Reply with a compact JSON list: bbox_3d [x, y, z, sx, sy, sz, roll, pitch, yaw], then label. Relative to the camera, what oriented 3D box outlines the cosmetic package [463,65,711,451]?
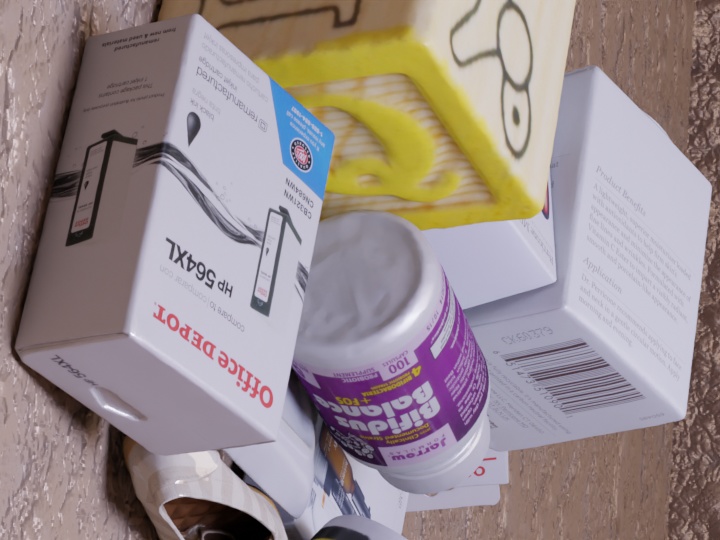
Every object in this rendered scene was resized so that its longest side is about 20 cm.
[{"bbox_3d":[0.131,-0.005,1.846,0.165,0.165,0.200,41,48,-40],"label":"cosmetic package"}]

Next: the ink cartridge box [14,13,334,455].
[{"bbox_3d":[-0.099,-0.016,1.454,0.146,0.084,0.200,39,51,-46],"label":"ink cartridge box"}]

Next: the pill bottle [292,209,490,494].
[{"bbox_3d":[0.019,0.059,1.664,0.200,0.112,0.112,62,33,-52],"label":"pill bottle"}]

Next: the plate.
[{"bbox_3d":[-0.070,0.034,1.621,0.200,0.032,0.200,56,20,-64],"label":"plate"}]

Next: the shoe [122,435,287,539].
[{"bbox_3d":[-0.090,0.154,1.582,0.053,0.070,0.200,63,3,34],"label":"shoe"}]

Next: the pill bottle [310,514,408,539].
[{"bbox_3d":[-0.037,0.256,1.621,0.200,0.114,0.114,-45,142,-30],"label":"pill bottle"}]

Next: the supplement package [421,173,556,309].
[{"bbox_3d":[0.057,-0.085,1.752,0.114,0.109,0.200,49,32,-46],"label":"supplement package"}]

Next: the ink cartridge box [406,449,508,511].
[{"bbox_3d":[0.053,0.102,2.001,0.068,0.116,0.200,-103,-171,-72],"label":"ink cartridge box"}]

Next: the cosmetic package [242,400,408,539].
[{"bbox_3d":[-0.022,0.156,1.800,0.200,0.052,0.151,-78,151,-48],"label":"cosmetic package"}]

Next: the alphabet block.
[{"bbox_3d":[0.008,-0.155,1.625,0.195,0.196,0.200,50,42,-46],"label":"alphabet block"}]
